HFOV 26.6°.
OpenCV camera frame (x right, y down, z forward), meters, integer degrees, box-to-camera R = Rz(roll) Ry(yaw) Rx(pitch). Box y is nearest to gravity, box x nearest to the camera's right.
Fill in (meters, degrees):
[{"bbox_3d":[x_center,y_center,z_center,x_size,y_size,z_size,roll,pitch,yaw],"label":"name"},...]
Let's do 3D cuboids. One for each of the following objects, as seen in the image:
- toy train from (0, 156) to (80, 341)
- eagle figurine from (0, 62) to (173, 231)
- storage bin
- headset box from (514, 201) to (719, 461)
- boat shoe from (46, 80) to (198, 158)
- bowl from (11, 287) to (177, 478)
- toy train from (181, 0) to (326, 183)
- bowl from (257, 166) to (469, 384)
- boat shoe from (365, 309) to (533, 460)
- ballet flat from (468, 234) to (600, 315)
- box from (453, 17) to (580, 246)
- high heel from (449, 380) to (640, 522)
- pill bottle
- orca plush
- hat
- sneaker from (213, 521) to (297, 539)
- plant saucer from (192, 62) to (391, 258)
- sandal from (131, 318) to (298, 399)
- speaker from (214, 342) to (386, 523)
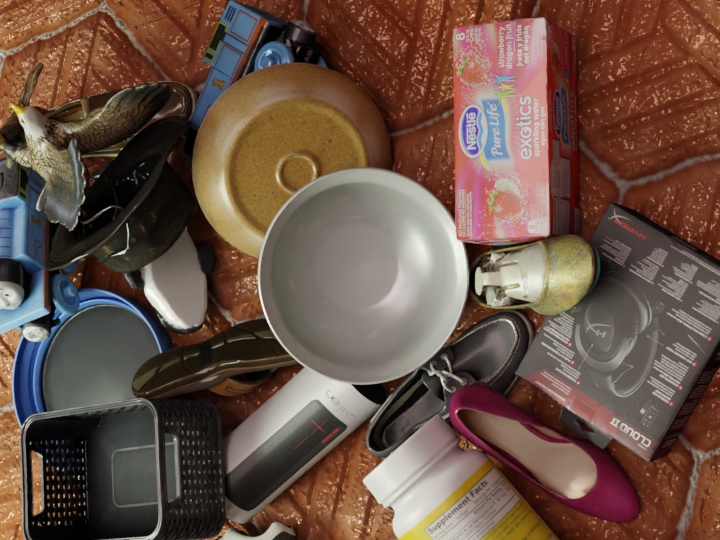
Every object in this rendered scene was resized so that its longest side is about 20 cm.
[{"bbox_3d":[-0.357,-0.024,1.611,0.086,0.114,0.202,-22,52,23],"label":"toy train"},{"bbox_3d":[-0.290,-0.123,1.511,0.199,0.150,0.153,13,101,32],"label":"eagle figurine"},{"bbox_3d":[-0.237,0.203,1.510,0.199,0.093,0.137,-11,78,36],"label":"storage bin"},{"bbox_3d":[0.246,0.063,1.370,0.148,0.077,0.201,32,101,23],"label":"headset box"},{"bbox_3d":[-0.270,-0.156,1.620,0.201,0.075,0.076,-14,82,23],"label":"boat shoe"},{"bbox_3d":[-0.283,0.120,1.632,0.199,0.039,0.203,-1,87,25],"label":"bowl"},{"bbox_3d":[-0.114,-0.168,1.539,0.114,0.086,0.201,33,105,31],"label":"toy train"},{"bbox_3d":[0.000,0.000,1.446,0.199,0.090,0.203,-1,98,-5],"label":"bowl"},{"bbox_3d":[0.083,0.113,1.450,0.200,0.063,0.073,-43,71,17],"label":"boat shoe"},{"bbox_3d":[0.145,0.006,1.361,0.070,0.200,0.071,1,86,-17],"label":"ballet flat"},{"bbox_3d":[0.145,-0.125,1.413,0.095,0.100,0.202,-2,87,24],"label":"box"},{"bbox_3d":[0.167,0.170,1.375,0.200,0.096,0.067,41,104,5],"label":"high heel"},{"bbox_3d":[0.101,0.237,1.389,0.114,0.114,0.200,-43,83,17],"label":"pill bottle"},{"bbox_3d":[-0.224,-0.018,1.595,0.201,0.105,0.071,54,144,3],"label":"orca plush"},{"bbox_3d":[-0.218,-0.055,1.497,0.200,0.201,0.081,-39,112,18],"label":"hat"},{"bbox_3d":[-0.143,0.308,1.551,0.198,0.074,0.081,-14,67,19],"label":"sneaker"},{"bbox_3d":[-0.063,-0.098,1.477,0.198,0.035,0.202,-4,109,-11],"label":"plant saucer"},{"bbox_3d":[-0.134,0.102,1.544,0.198,0.082,0.055,-20,120,5],"label":"sandal"},{"bbox_3d":[-0.069,0.160,1.510,0.200,0.081,0.081,-41,72,17],"label":"speaker"}]
